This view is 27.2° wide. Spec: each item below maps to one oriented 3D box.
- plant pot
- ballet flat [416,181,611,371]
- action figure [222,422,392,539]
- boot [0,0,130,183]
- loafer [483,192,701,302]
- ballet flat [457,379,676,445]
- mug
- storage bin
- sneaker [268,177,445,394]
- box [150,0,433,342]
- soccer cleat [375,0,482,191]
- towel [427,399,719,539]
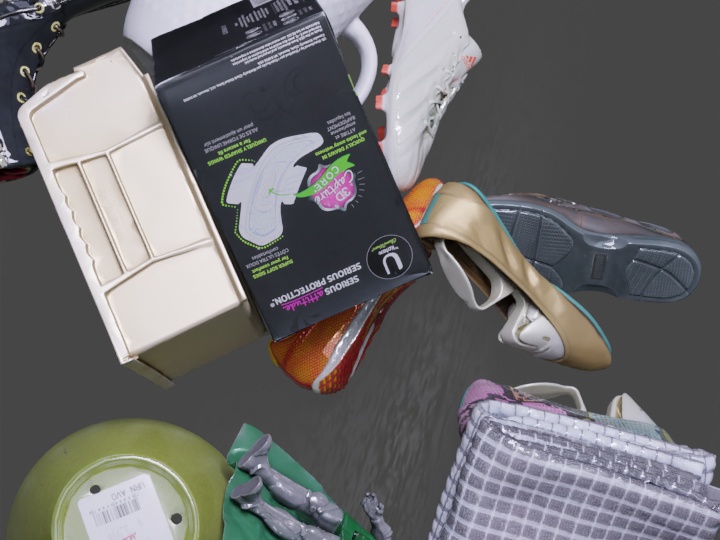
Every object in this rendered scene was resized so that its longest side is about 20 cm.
[{"bbox_3d":[-0.160,0.182,1.024,0.186,0.200,0.188,1,77,-7],"label":"plant pot"},{"bbox_3d":[0.113,0.021,1.145,0.200,0.069,0.063,47,63,-15],"label":"ballet flat"},{"bbox_3d":[-0.007,0.194,1.028,0.200,0.055,0.118,41,32,-22],"label":"action figure"},{"bbox_3d":[-0.255,-0.153,1.156,0.203,0.073,0.154,-14,82,-5],"label":"boot"},{"bbox_3d":[0.170,-0.022,1.193,0.199,0.063,0.072,13,118,-3],"label":"loafer"},{"bbox_3d":[0.173,0.124,1.155,0.199,0.069,0.071,15,50,-4],"label":"ballet flat"},{"bbox_3d":[-0.074,-0.193,1.156,0.175,0.148,0.200,-46,103,-7],"label":"mug"},{"bbox_3d":[-0.151,-0.032,1.067,0.094,0.200,0.199,-24,81,-2],"label":"storage bin"},{"bbox_3d":[0.000,0.000,1.155,0.077,0.073,0.200,31,70,17],"label":"sneaker"},{"bbox_3d":[-0.051,-0.082,1.047,0.124,0.149,0.200,-23,112,0],"label":"box"},{"bbox_3d":[0.056,-0.157,1.192,0.077,0.069,0.201,6,69,6],"label":"soccer cleat"},{"bbox_3d":[0.155,0.199,1.091,0.199,0.086,0.166,15,105,-5],"label":"towel"}]
